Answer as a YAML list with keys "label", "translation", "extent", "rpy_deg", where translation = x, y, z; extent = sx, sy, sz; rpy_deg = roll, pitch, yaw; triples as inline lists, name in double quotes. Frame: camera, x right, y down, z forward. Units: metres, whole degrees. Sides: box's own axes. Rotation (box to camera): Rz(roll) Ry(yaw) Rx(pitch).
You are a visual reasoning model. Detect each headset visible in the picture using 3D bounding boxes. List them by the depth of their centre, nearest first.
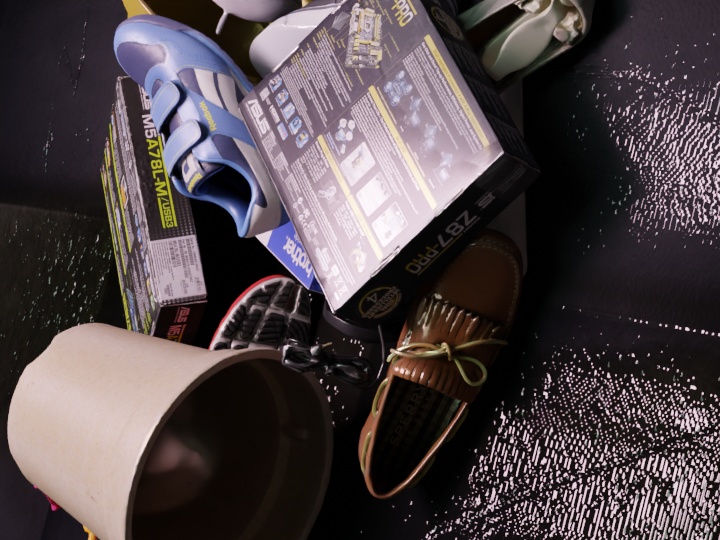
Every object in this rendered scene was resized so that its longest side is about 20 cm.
- label: "headset"
  translation: [0.000, 0.000, 1.532]
  extent: [0.124, 0.093, 0.201]
  rpy_deg: [105, 175, -46]

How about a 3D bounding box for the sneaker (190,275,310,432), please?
- label: "sneaker"
  translation: [-0.105, 0.084, 1.722]
  extent: [0.201, 0.077, 0.085]
  rpy_deg: [-63, 27, 17]

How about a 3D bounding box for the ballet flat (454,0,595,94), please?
- label: "ballet flat"
  translation: [0.076, -0.140, 1.487]
  extent: [0.199, 0.067, 0.064]
  rpy_deg: [-36, 26, 27]

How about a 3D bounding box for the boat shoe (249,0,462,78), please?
- label: "boat shoe"
  translation: [0.001, -0.182, 1.599]
  extent: [0.199, 0.072, 0.068]
  rpy_deg: [-19, 29, 47]

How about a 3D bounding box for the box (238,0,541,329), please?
- label: "box"
  translation: [0.014, -0.088, 1.457]
  extent: [0.161, 0.049, 0.201]
  rpy_deg: [-45, 49, 22]

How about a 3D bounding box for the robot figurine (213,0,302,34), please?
- label: "robot figurine"
  translation: [-0.053, -0.268, 1.657]
  extent: [0.200, 0.113, 0.170]
  rpy_deg: [-43, 40, 10]

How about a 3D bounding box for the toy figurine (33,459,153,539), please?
- label: "toy figurine"
  translation: [-0.192, 0.209, 1.720]
  extent: [0.199, 0.150, 0.186]
  rpy_deg: [-11, 75, 39]

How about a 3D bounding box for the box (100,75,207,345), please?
- label: "box"
  translation: [-0.172, -0.032, 1.808]
  extent: [0.193, 0.047, 0.202]
  rpy_deg: [112, 148, -67]

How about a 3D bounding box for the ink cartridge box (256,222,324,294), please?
- label: "ink cartridge box"
  translation: [-0.043, -0.059, 1.709]
  extent: [0.200, 0.044, 0.095]
  rpy_deg: [44, 114, 58]

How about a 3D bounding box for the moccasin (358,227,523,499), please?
- label: "moccasin"
  translation: [0.050, 0.063, 1.453]
  extent: [0.202, 0.073, 0.078]
  rpy_deg: [-59, 9, 24]

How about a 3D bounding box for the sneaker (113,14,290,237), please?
- label: "sneaker"
  translation: [-0.116, -0.107, 1.619]
  extent: [0.082, 0.200, 0.074]
  rpy_deg: [-42, -9, -29]

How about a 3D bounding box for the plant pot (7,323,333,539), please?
- label: "plant pot"
  translation: [-0.153, 0.126, 1.602]
  extent: [0.183, 0.200, 0.202]
  rpy_deg: [22, 95, 40]

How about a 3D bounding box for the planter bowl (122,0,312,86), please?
- label: "planter bowl"
  translation: [-0.121, -0.183, 1.743]
  extent: [0.084, 0.199, 0.201]
  rpy_deg: [-53, 36, 31]

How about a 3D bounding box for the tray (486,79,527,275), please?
- label: "tray"
  translation: [0.075, -0.071, 1.542]
  extent: [0.107, 0.022, 0.202]
  rpy_deg: [-33, 49, 50]
